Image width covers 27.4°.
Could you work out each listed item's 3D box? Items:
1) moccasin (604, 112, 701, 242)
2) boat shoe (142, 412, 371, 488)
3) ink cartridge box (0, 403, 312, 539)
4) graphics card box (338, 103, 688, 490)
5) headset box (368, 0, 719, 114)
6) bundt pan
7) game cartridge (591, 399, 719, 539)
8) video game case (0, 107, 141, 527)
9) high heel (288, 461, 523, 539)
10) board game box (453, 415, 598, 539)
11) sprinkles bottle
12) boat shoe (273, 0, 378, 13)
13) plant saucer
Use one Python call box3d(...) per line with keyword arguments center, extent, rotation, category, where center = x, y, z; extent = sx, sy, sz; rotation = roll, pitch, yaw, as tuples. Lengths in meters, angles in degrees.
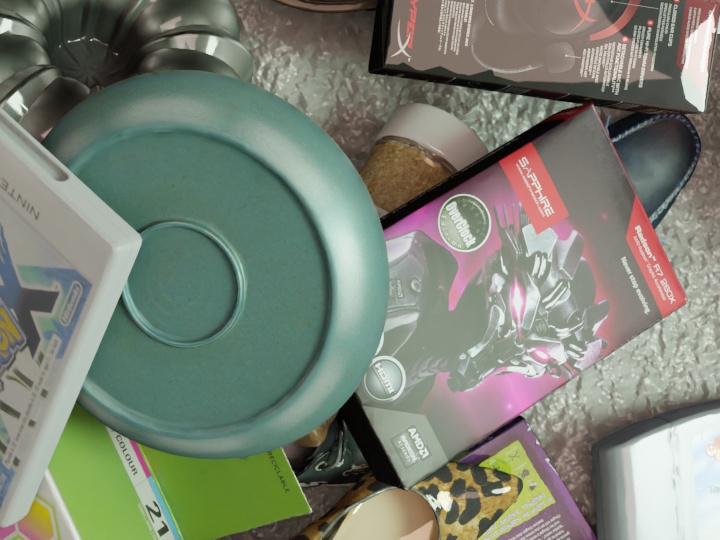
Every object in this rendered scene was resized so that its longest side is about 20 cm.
box3d(center=(0.130, -0.018, 0.873), extent=(0.080, 0.068, 0.200), rotation=(45, 87, -3), category="moccasin")
box3d(center=(-0.037, 0.092, 0.867), extent=(0.198, 0.066, 0.075), rotation=(5, 90, -4), category="boat shoe")
box3d(center=(-0.146, 0.103, 0.804), extent=(0.199, 0.076, 0.149), rotation=(-23, 93, 37), category="ink cartridge box")
box3d(center=(0.067, 0.011, 0.789), extent=(0.199, 0.051, 0.126), rotation=(-30, 100, -17), category="graphics card box")
box3d(center=(0.113, -0.168, 0.803), extent=(0.198, 0.075, 0.150), rotation=(6, 95, -7), category="headset box")
box3d(center=(-0.148, -0.112, 0.804), extent=(0.200, 0.076, 0.203), rotation=(9, 61, -16), category="bundt pan")
box3d(center=(0.238, 0.143, 0.887), extent=(0.198, 0.042, 0.134), rotation=(-5, 95, -12), category="game cartridge")
box3d(center=(-0.207, 0.004, 0.746), extent=(0.182, 0.022, 0.201), rotation=(41, 126, 17), category="video game case")
box3d(center=(0.004, 0.163, 0.805), extent=(0.199, 0.143, 0.072), rotation=(-18, 98, -1), category="high heel")
box3d(center=(0.045, 0.191, 0.894), extent=(0.199, 0.032, 0.121), rotation=(-31, 89, -1), category="board game box")
box3d(center=(0.000, 0.000, 0.836), extent=(0.068, 0.068, 0.201), rotation=(34, 69, -4), category="sprinkles bottle")
box3d(center=(0.006, -0.181, 0.863), extent=(0.198, 0.068, 0.073), rotation=(7, 96, -6), category="boat shoe")
box3d(center=(-0.085, 0.004, 0.726), extent=(0.198, 0.027, 0.202), rotation=(3, 106, 11), category="plant saucer")
